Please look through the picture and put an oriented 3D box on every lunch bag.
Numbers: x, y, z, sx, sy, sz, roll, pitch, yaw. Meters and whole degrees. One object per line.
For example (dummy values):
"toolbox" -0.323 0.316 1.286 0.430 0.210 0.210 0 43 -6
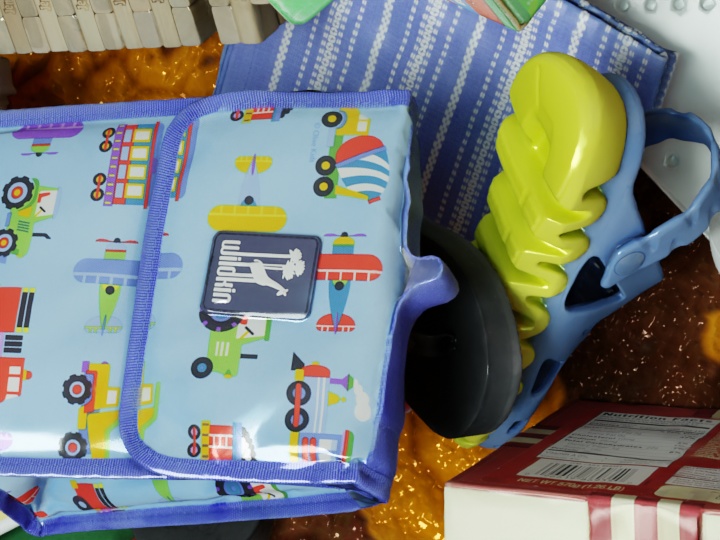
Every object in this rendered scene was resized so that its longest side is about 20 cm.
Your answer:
"lunch bag" -0.055 0.016 0.668 0.199 0.094 0.152 -5 65 26

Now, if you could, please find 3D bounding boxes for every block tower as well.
"block tower" -0.112 -0.130 0.764 0.199 0.058 0.054 2 122 31

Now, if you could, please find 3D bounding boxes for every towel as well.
"towel" 0.025 -0.076 0.754 0.199 0.024 0.146 32 124 20

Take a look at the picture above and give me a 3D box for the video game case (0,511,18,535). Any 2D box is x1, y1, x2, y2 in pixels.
"video game case" -0.213 0.042 0.751 0.199 0.023 0.183 -26 100 -9

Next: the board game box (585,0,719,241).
"board game box" 0.187 -0.106 0.692 0.200 0.026 0.200 48 114 12

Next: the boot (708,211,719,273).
"boot" 0.215 0.040 0.648 0.200 0.073 0.096 32 152 41

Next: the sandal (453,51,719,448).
"sandal" 0.084 0.002 0.699 0.201 0.086 0.080 114 147 -46

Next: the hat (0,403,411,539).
"hat" -0.093 0.089 0.803 0.165 0.199 0.177 14 88 60

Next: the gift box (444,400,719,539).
"gift box" 0.119 0.162 0.670 0.183 0.200 0.188 3 100 29

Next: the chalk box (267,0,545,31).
"chalk box" 0.029 -0.179 0.642 0.200 0.124 0.124 -51 41 -5

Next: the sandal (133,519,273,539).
"sandal" -0.058 0.032 0.753 0.075 0.043 0.201 -8 54 9

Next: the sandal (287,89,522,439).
"sandal" 0.000 0.000 0.713 0.200 0.043 0.077 49 139 44

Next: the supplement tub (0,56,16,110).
"supplement tub" -0.216 0.005 0.831 0.139 0.140 0.202 -3 96 25
